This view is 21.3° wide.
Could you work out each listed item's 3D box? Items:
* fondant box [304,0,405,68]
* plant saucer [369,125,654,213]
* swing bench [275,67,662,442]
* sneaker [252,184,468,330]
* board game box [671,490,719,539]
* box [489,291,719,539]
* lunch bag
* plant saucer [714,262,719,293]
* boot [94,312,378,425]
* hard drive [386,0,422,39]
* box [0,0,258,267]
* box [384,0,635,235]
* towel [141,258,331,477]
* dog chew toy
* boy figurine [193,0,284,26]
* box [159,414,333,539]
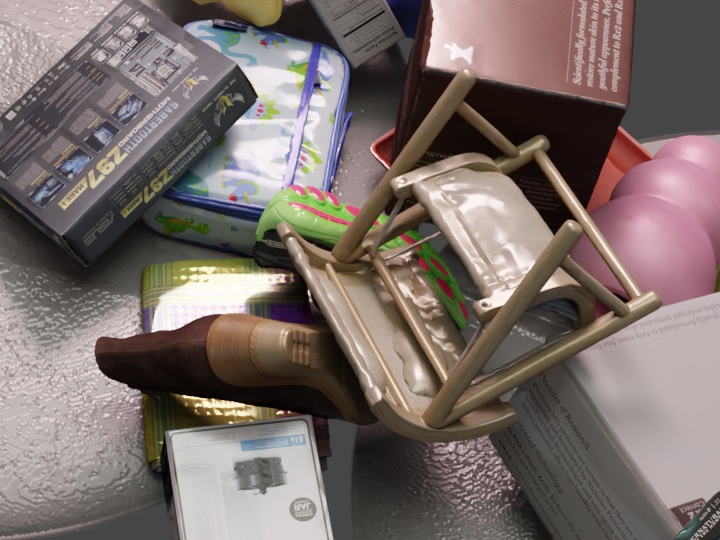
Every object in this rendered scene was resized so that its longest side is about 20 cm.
[{"bbox_3d":[-0.048,-0.289,1.647,0.058,0.200,0.144,-32,39,0],"label":"fondant box"},{"bbox_3d":[0.141,-0.081,1.663,0.200,0.037,0.200,-36,69,-27],"label":"plant saucer"},{"bbox_3d":[0.072,-0.001,1.392,0.200,0.130,0.199,-41,46,13],"label":"swing bench"},{"bbox_3d":[0.000,0.000,1.553,0.200,0.084,0.077,27,28,-21],"label":"sneaker"},{"bbox_3d":[0.257,0.242,1.347,0.135,0.200,0.028,-47,46,5],"label":"board game box"},{"bbox_3d":[0.241,0.143,1.444,0.199,0.131,0.200,-12,55,-32],"label":"box"},{"bbox_3d":[-0.093,-0.113,1.618,0.161,0.082,0.200,14,56,-3],"label":"lunch bag"},{"bbox_3d":[0.387,0.044,1.615,0.200,0.048,0.200,25,56,8],"label":"plant saucer"},{"bbox_3d":[-0.084,0.074,1.456,0.166,0.200,0.072,-4,72,28],"label":"boot"},{"bbox_3d":[0.090,-0.241,1.664,0.132,0.200,0.025,11,76,-3],"label":"hard drive"},{"bbox_3d":[-0.204,-0.116,1.552,0.200,0.051,0.158,-47,49,-11],"label":"box"},{"bbox_3d":[0.120,-0.148,1.563,0.164,0.200,0.166,11,56,-2],"label":"box"},{"bbox_3d":[-0.103,0.077,1.522,0.143,0.023,0.200,-1,56,-10],"label":"towel"},{"bbox_3d":[0.250,-0.034,1.577,0.124,0.125,0.200,29,57,10],"label":"dog chew toy"},{"bbox_3d":[-0.130,-0.272,1.682,0.124,0.065,0.200,-7,31,-28],"label":"boy figurine"},{"bbox_3d":[-0.076,0.213,1.399,0.116,0.060,0.200,-4,64,-12],"label":"box"}]
